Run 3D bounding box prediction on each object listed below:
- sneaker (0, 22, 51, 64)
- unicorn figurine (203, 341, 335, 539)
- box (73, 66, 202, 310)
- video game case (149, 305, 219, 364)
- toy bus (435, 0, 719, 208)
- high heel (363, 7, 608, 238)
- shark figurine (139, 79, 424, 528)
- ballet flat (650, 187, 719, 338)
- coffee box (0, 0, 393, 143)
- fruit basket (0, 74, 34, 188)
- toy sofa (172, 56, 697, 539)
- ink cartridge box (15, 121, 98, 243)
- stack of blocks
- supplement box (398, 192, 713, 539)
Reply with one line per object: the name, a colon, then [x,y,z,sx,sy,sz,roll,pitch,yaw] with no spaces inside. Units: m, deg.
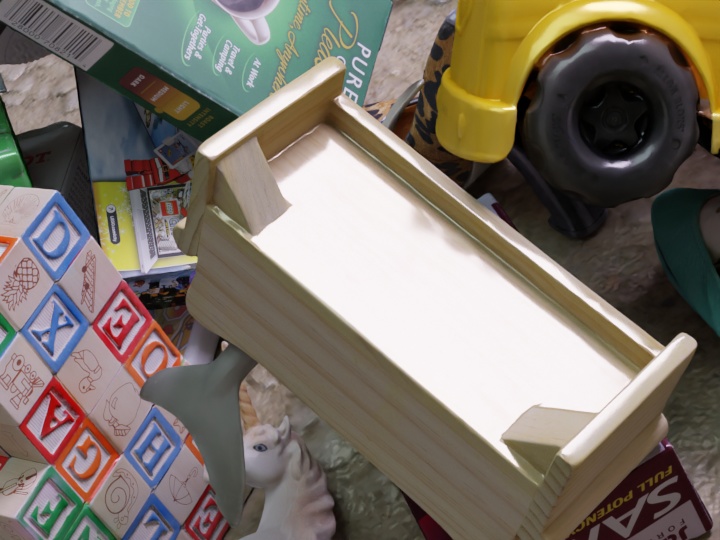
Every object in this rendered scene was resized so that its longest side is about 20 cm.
sneaker: [-0.218,-0.153,0.914,0.114,0.076,0.199,33,34,32]
unicorn figurine: [-0.038,0.143,0.778,0.137,0.074,0.200,-40,52,-23]
box: [-0.083,-0.079,0.962,0.136,0.038,0.201,-7,61,-10]
video game case: [-0.151,0.013,1.023,0.181,0.023,0.201,-11,43,26]
toy bus: [0.137,-0.129,0.733,0.198,0.194,0.136,3,12,-5]
high heel: [0.029,-0.094,0.909,0.199,0.143,0.072,20,64,46]
shark figurine: [-0.001,0.005,0.786,0.128,0.089,0.215,-43,10,48]
ballet flat: [0.179,0.009,0.749,0.067,0.071,0.201,1,39,-14]
coffee box: [-0.084,-0.133,0.897,0.044,0.199,0.124,-32,37,49]
fruit basket: [-0.266,-0.035,0.905,0.199,0.094,0.186,-15,38,-11]
toy sofa: [0.024,0.019,0.698,0.200,0.098,0.083,39,55,18]
ink cartridge box: [-0.212,0.029,0.965,0.144,0.084,0.201,-13,44,24]
stack of blocks: [-0.136,0.071,0.807,0.058,0.200,0.115,6,51,38]
supplement box: [0.060,0.062,0.792,0.108,0.061,0.200,-32,39,1]
